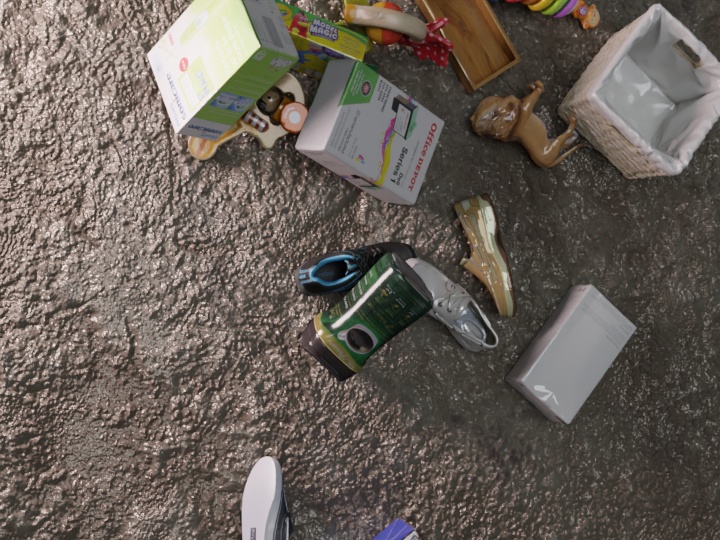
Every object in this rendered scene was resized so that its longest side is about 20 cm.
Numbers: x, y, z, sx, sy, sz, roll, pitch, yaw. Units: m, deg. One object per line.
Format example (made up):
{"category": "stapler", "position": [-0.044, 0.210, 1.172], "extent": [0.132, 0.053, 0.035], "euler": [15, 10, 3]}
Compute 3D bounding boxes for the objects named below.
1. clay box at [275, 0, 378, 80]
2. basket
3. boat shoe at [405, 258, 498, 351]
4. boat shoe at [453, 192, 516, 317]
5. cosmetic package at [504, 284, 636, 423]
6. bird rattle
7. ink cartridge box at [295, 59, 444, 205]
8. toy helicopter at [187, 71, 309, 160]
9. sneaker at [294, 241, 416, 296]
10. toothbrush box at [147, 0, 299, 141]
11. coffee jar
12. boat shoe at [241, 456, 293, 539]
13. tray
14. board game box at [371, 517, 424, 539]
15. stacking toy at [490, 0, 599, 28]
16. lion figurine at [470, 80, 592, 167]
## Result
{"category": "clay box", "position": [-0.072, -0.341, 1.540], "extent": [0.197, 0.115, 0.048], "euler": [19, 74, -13]}
{"category": "basket", "position": [0.462, -0.279, 1.644], "extent": [0.197, 0.161, 0.201], "euler": [40, 79, -8]}
{"category": "boat shoe", "position": [0.145, 0.052, 1.580], "extent": [0.199, 0.069, 0.071], "euler": [41, 73, -20]}
{"category": "boat shoe", "position": [0.196, -0.017, 1.622], "extent": [0.075, 0.072, 0.204], "euler": [-15, 83, 1]}
{"category": "cosmetic package", "position": [0.340, 0.135, 1.636], "extent": [0.113, 0.081, 0.201], "euler": [42, 80, -8]}
{"category": "bird rattle", "position": [0.045, -0.366, 1.547], "extent": [0.197, 0.163, 0.115], "euler": [21, 98, 8]}
{"category": "ink cartridge box", "position": [0.018, -0.207, 1.533], "extent": [0.198, 0.083, 0.147], "euler": [27, 81, -38]}
{"category": "toy helicopter", "position": [-0.179, -0.238, 1.535], "extent": [0.198, 0.079, 0.134], "euler": [-30, 101, -1]}
{"category": "sneaker", "position": [0.000, 0.000, 1.558], "extent": [0.196, 0.082, 0.075], "euler": [-14, 88, -15]}
{"category": "toothbrush box", "position": [-0.200, -0.307, 1.445], "extent": [0.085, 0.199, 0.148], "euler": [3, 58, -50]}
{"category": "coffee jar", "position": [0.008, 0.073, 1.520], "extent": [0.199, 0.086, 0.104], "euler": [-41, 114, 13]}
{"category": "boat shoe", "position": [-0.133, 0.386, 1.518], "extent": [0.067, 0.071, 0.204], "euler": [18, 66, -45]}
{"category": "tray", "position": [0.168, -0.402, 1.643], "extent": [0.098, 0.037, 0.202], "euler": [-32, 94, -13]}
{"category": "board game box", "position": [0.066, 0.514, 1.540], "extent": [0.158, 0.097, 0.202], "euler": [-36, 95, -12]}
{"category": "stacking toy", "position": [0.320, -0.457, 1.659], "extent": [0.198, 0.109, 0.118], "euler": [28, 78, -22]}
{"category": "lion figurine", "position": [0.279, -0.224, 1.644], "extent": [0.199, 0.072, 0.123], "euler": [40, 86, -13]}
